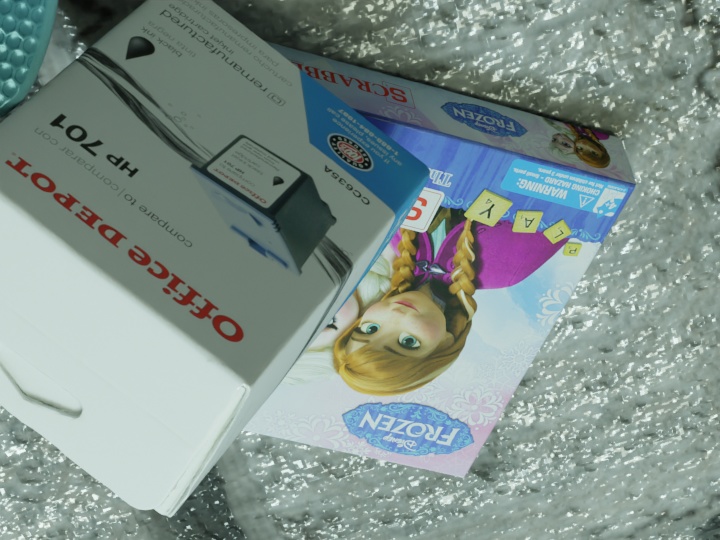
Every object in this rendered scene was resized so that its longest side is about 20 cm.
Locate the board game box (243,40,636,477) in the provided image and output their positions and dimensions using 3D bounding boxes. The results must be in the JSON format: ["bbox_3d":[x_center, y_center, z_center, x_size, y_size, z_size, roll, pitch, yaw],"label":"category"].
[{"bbox_3d":[0.000,0.000,1.214,0.199,0.041,0.200,13,126,-20],"label":"board game box"}]

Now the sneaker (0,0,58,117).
[{"bbox_3d":[-0.147,-0.157,1.037,0.079,0.131,0.201,22,87,-13],"label":"sneaker"}]

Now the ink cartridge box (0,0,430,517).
[{"bbox_3d":[-0.078,-0.015,1.038,0.146,0.200,0.086,37,124,1],"label":"ink cartridge box"}]
